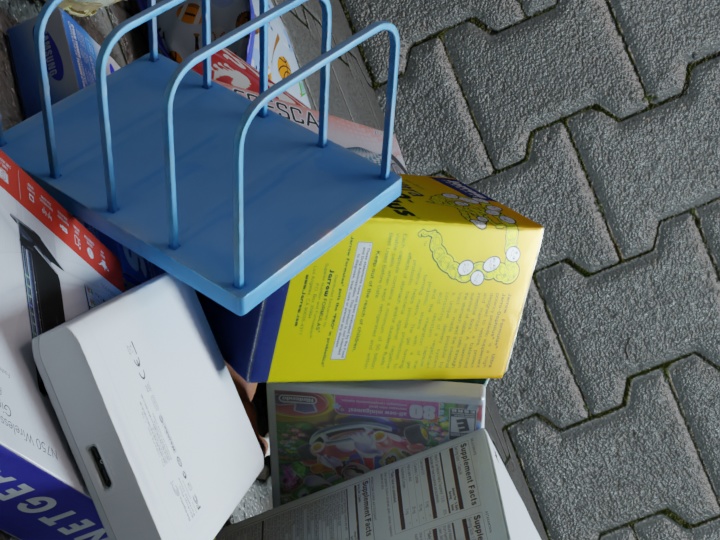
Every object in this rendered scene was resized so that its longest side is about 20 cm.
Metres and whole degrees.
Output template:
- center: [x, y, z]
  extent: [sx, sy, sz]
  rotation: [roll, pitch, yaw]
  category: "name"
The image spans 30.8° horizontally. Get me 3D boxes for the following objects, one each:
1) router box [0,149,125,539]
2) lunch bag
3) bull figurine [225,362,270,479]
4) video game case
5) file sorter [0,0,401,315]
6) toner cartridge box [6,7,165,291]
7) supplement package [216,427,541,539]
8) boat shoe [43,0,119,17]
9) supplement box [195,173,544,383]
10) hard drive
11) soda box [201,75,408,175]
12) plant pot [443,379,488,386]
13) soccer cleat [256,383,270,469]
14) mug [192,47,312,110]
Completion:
- center: [-0.172, 0.032, 0.635]
  extent: [0.200, 0.049, 0.180]
  rotation: [54, 17, -58]
  category: "router box"
- center: [-0.122, -0.191, 1.209]
  extent: [0.200, 0.124, 0.170]
  rotation: [65, 6, 30]
  category: "lunch bag"
- center: [-0.100, 0.061, 0.907]
  extent: [0.121, 0.065, 0.201]
  rotation: [57, 25, -56]
  category: "bull figurine"
- center: [0.010, 0.157, 0.895]
  extent: [0.018, 0.143, 0.201]
  rotation: [-76, 168, -57]
  category: "video game case"
- center: [-0.093, -0.098, 0.713]
  extent: [0.200, 0.139, 0.123]
  rotation: [29, -44, 26]
  category: "file sorter"
- center: [-0.174, -0.064, 0.860]
  extent: [0.095, 0.043, 0.201]
  rotation: [49, 21, -66]
  category: "toner cartridge box"
- center: [0.024, 0.232, 0.828]
  extent: [0.151, 0.199, 0.152]
  rotation: [-97, 161, -59]
  category: "supplement package"
- center: [-0.208, -0.222, 0.956]
  extent: [0.200, 0.066, 0.074]
  rotation: [-131, -164, -78]
  category: "boat shoe"
- center: [0.000, 0.000, 0.843]
  extent: [0.109, 0.199, 0.110]
  rotation: [35, -63, 51]
  category: "supplement box"
- center: [-0.104, 0.075, 0.689]
  extent: [0.200, 0.027, 0.132]
  rotation: [-47, 115, -79]
  category: "hard drive"
- center: [-0.061, -0.073, 0.895]
  extent: [0.199, 0.064, 0.069]
  rotation: [12, 48, -36]
  category: "soda box"
- center: [0.019, 0.068, 1.285]
  extent: [0.201, 0.200, 0.134]
  rotation: [69, -18, 4]
  category: "plant pot"
- center: [-0.061, 0.108, 1.086]
  extent: [0.081, 0.067, 0.200]
  rotation: [46, 15, -18]
  category: "soccer cleat"
- center: [-0.079, -0.066, 1.058]
  extent: [0.200, 0.178, 0.134]
  rotation: [38, 48, -4]
  category: "mug"
